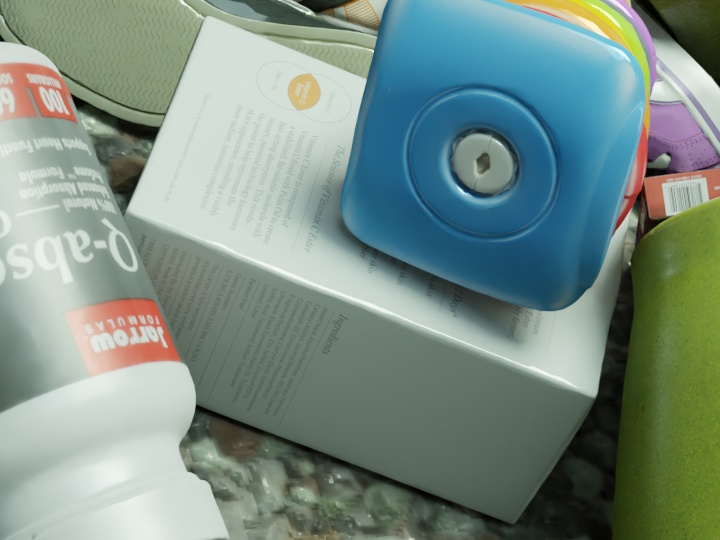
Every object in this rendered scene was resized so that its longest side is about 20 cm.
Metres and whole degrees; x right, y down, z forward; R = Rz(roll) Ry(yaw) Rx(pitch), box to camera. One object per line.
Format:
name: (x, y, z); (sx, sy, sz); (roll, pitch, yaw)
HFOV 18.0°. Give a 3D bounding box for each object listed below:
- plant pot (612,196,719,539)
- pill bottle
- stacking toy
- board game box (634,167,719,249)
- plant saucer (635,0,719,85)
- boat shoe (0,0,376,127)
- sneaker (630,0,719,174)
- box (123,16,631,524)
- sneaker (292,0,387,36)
plant pot: (0.179, 0.074, 0.860); (0.199, 0.200, 0.194); (2, 70, -22)
pill bottle: (-0.129, 0.027, 0.839); (0.115, 0.116, 0.201); (-17, 75, -33)
stacking toy: (0.079, -0.077, 0.925); (0.109, 0.117, 0.200); (20, 29, 12)
board game box: (0.169, -0.020, 0.964); (0.102, 0.200, 0.020); (-7, 82, 5)
plant saucer: (0.132, -0.173, 1.128); (0.200, 0.048, 0.200); (50, 7, 20)
boat shoe: (-0.072, -0.100, 1.036); (0.199, 0.072, 0.068); (16, 11, -2)
sneaker: (0.098, -0.078, 1.089); (0.114, 0.073, 0.200); (-45, 95, -8)
box: (0.000, 0.000, 0.948); (0.199, 0.098, 0.125); (22, 47, -5)
sneaker: (-0.013, -0.155, 1.087); (0.199, 0.080, 0.074); (0, 50, -25)
